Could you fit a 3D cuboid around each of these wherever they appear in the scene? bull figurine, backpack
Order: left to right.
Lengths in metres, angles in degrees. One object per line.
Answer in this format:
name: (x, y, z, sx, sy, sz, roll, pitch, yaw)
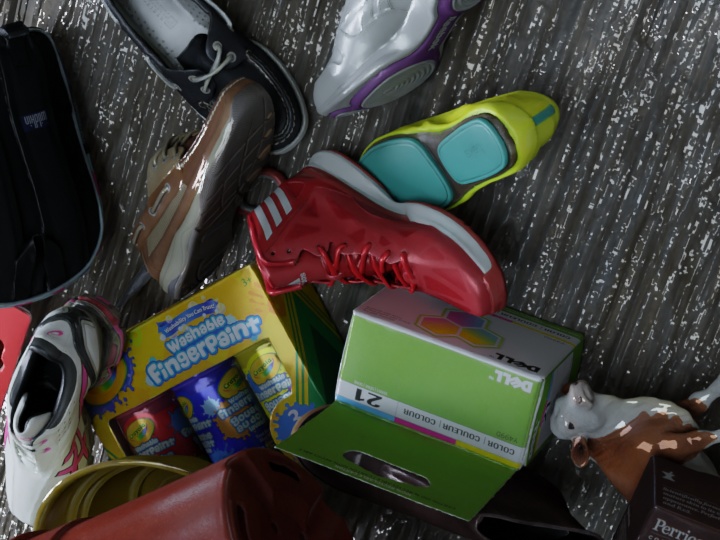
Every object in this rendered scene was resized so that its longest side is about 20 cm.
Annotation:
backpack: (-0.294, -0.067, 1.319, 0.150, 0.177, 0.201, -15, 97, 46)
bull figurine: (0.218, 0.136, 1.193, 0.121, 0.065, 0.200, -24, 113, 27)

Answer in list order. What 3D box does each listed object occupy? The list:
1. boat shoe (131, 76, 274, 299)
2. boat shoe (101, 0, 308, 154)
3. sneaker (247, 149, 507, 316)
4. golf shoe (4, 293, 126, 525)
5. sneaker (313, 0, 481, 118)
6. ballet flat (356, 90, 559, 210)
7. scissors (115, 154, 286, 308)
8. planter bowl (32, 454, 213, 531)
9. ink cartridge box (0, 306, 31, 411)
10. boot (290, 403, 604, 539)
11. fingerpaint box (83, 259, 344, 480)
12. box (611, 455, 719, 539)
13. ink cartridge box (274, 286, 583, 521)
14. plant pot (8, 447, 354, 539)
boat shoe: (-0.124, -0.065, 1.271, 0.072, 0.076, 0.200, 39, 130, 14)
boat shoe: (-0.119, -0.164, 1.273, 0.074, 0.060, 0.200, -41, 85, 10)
sneaker: (0.000, 0.000, 1.212, 0.200, 0.115, 0.079, 30, 147, 38)
golf shoe: (-0.243, 0.114, 1.314, 0.072, 0.092, 0.201, 26, 118, 17)
sneaker: (0.023, -0.188, 1.203, 0.100, 0.075, 0.200, 55, 129, 18)
ballet flat: (0.071, -0.084, 1.204, 0.067, 0.067, 0.200, 59, 152, -9)
scissors: (-0.135, -0.043, 1.347, 0.199, 0.014, 0.073, -30, 93, 29)
planter bowl: (-0.135, 0.200, 1.288, 0.199, 0.084, 0.201, 7, 120, 11)
ink cartridge box: (-0.347, 0.026, 1.427, 0.199, 0.067, 0.117, 30, 115, 14)
boot: (0.058, 0.147, 1.196, 0.199, 0.166, 0.073, 18, 91, -13)
fingerpaint box: (-0.106, 0.100, 1.336, 0.199, 0.073, 0.168, -27, 93, 27)
box: (0.203, 0.235, 1.164, 0.100, 0.075, 0.201, 20, 113, 0)
ink cartridge box: (0.052, 0.082, 1.190, 0.147, 0.200, 0.076, 19, 111, 18)
plant pot: (-0.112, 0.223, 1.137, 0.195, 0.201, 0.201, -31, 90, 23)
